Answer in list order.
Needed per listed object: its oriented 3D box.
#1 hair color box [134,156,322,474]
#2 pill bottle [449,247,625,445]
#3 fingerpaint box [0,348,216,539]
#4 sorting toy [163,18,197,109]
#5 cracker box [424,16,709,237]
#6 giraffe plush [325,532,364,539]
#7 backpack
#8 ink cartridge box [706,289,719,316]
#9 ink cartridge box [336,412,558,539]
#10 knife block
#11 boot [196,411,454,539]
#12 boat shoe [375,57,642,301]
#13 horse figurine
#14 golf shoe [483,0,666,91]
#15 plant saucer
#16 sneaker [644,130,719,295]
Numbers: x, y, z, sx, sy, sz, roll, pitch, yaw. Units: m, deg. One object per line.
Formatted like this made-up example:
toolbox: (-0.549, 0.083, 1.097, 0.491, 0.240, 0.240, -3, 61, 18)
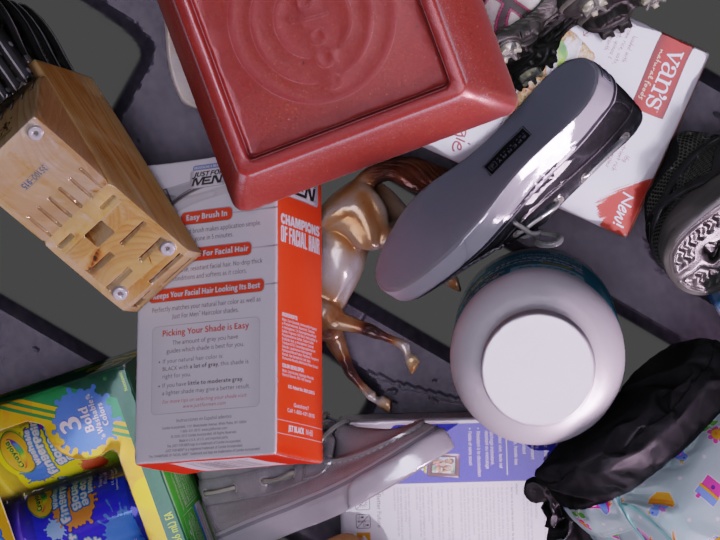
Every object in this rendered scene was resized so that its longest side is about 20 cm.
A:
hair color box: (-0.085, 0.028, 1.643, 0.111, 0.064, 0.201, -6, 78, 29)
pill bottle: (0.113, 0.049, 1.609, 0.110, 0.200, 0.111, 0, 96, 3)
fingerpaint box: (-0.193, 0.175, 1.700, 0.166, 0.073, 0.201, -18, 95, 11)
sorting toy: (-0.053, -0.187, 1.640, 0.199, 0.107, 0.181, 9, 101, 11)
cracker box: (0.113, -0.124, 1.662, 0.199, 0.058, 0.134, 23, 98, 0)
giraffe plush: (-0.010, 0.249, 1.664, 0.200, 0.173, 0.162, -33, 72, -23)
backpack: (0.225, 0.163, 1.598, 0.167, 0.127, 0.200, -39, 99, -16)
ink cartridge box: (0.325, -0.010, 1.616, 0.200, 0.145, 0.084, -34, 94, 7)
ink cartridge box: (0.084, 0.144, 1.705, 0.199, 0.037, 0.095, -1, 95, 6)
knife block: (-0.195, -0.089, 1.656, 0.064, 0.176, 0.200, -40, 113, 19)
boot: (-0.036, 0.116, 1.662, 0.200, 0.073, 0.096, -27, 88, 33)
boat shoe: (0.097, -0.047, 1.611, 0.199, 0.074, 0.068, -48, 126, 5)
horse figurine: (0.000, 0.000, 1.684, 0.132, 0.050, 0.200, 32, 102, 5)
golf shoe: (0.099, -0.169, 1.604, 0.200, 0.077, 0.088, -29, 66, 9)
plant saucer: (-0.028, -0.158, 1.562, 0.199, 0.037, 0.200, -19, 93, 17)
sneaker: (0.261, -0.075, 1.604, 0.199, 0.114, 0.076, -39, 116, 6)
